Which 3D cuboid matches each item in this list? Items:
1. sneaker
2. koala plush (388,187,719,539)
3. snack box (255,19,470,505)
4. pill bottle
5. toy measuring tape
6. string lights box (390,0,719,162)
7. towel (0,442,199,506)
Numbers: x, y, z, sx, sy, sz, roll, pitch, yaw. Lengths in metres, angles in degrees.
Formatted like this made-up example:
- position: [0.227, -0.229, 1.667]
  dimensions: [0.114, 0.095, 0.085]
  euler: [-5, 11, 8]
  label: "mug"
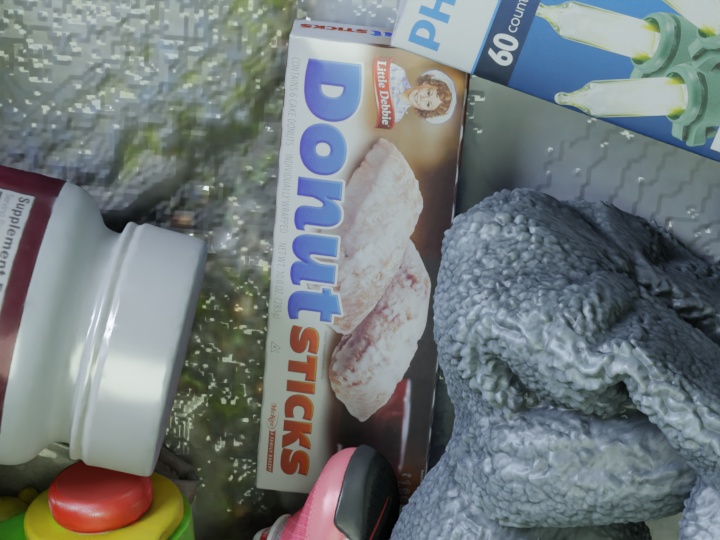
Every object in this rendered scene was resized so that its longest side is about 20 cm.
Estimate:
- position: [-0.048, 0.146, 1.011]
  dimensions: [0.086, 0.074, 0.201]
  euler: [25, 125, 4]
  label: "sneaker"
- position: [0.074, 0.090, 0.943]
  dimensions: [0.183, 0.177, 0.200]
  euler: [34, 113, 2]
  label: "koala plush"
- position: [0.000, 0.000, 0.979]
  dimensions: [0.071, 0.024, 0.201]
  euler: [7, 114, 3]
  label: "snack box"
- position: [-0.166, 0.010, 0.948]
  dimensions: [0.199, 0.114, 0.115]
  euler: [14, 114, -2]
  label: "pill bottle"
- position: [-0.069, 0.118, 0.958]
  dimensions: [0.199, 0.073, 0.074]
  euler: [13, 118, 32]
  label: "toy measuring tape"
- position: [0.122, -0.104, 0.904]
  dimensions: [0.199, 0.059, 0.103]
  euler: [19, 115, -3]
  label: "string lights box"
- position: [-0.182, 0.106, 1.036]
  dimensions: [0.199, 0.035, 0.133]
  euler: [21, 114, -6]
  label: "towel"
